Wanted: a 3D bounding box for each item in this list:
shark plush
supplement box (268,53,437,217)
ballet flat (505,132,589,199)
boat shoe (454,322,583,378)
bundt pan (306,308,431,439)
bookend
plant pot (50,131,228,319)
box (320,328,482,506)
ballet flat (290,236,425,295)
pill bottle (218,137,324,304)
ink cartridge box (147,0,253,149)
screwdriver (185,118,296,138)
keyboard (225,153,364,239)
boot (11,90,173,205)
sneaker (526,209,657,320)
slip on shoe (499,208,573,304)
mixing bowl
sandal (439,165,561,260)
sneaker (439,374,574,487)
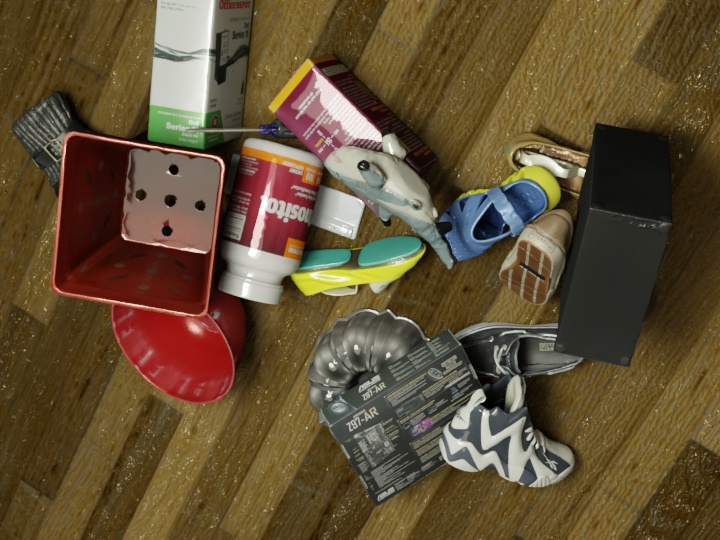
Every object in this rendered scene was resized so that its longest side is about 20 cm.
[{"bbox_3d":[0.049,-0.087,1.429,0.199,0.091,0.083,37,133,-18],"label":"shark plush"},{"bbox_3d":[-0.008,-0.176,1.495,0.200,0.110,0.086,45,111,2],"label":"supplement box"},{"bbox_3d":[0.273,-0.117,1.455,0.197,0.063,0.070,17,108,11],"label":"ballet flat"},{"bbox_3d":[0.200,0.110,1.525,0.197,0.068,0.073,-3,102,17],"label":"boat shoe"},{"bbox_3d":[0.014,0.158,1.585,0.199,0.076,0.205,4,104,16],"label":"bundt pan"},{"bbox_3d":[0.294,-0.032,1.365,0.091,0.200,0.202,11,125,6],"label":"bookend"},{"bbox_3d":[-0.262,-0.072,1.483,0.197,0.176,0.203,10,104,3],"label":"plant pot"},{"bbox_3d":[0.067,0.193,1.513,0.199,0.044,0.161,-32,123,-4],"label":"box"},{"bbox_3d":[0.000,0.000,1.566,0.197,0.067,0.068,-7,122,20],"label":"ballet flat"},{"bbox_3d":[-0.122,-0.064,1.530,0.111,0.113,0.203,15,92,12],"label":"pill bottle"},{"bbox_3d":[-0.205,-0.270,1.510,0.082,0.147,0.203,10,106,12],"label":"ink cartridge box"},{"bbox_3d":[-0.144,-0.179,1.500,0.029,0.198,0.028,-37,69,49],"label":"screwdriver"},{"bbox_3d":[-0.091,-0.101,1.591,0.198,0.011,0.057,20,102,10],"label":"keyboard"},{"bbox_3d":[-0.375,-0.183,1.612,0.209,0.079,0.159,-26,95,20],"label":"boot"},{"bbox_3d":[0.291,-0.005,1.480,0.200,0.075,0.071,49,123,23],"label":"sneaker"},{"bbox_3d":[0.219,-0.017,1.432,0.076,0.200,0.061,34,74,14],"label":"slip on shoe"},{"bbox_3d":[-0.230,0.070,1.599,0.198,0.109,0.202,17,131,21],"label":"mixing bowl"},{"bbox_3d":[0.157,-0.063,1.466,0.080,0.087,0.199,50,136,-5],"label":"sandal"},{"bbox_3d":[0.209,0.199,1.499,0.197,0.080,0.131,16,118,-17],"label":"sneaker"}]
